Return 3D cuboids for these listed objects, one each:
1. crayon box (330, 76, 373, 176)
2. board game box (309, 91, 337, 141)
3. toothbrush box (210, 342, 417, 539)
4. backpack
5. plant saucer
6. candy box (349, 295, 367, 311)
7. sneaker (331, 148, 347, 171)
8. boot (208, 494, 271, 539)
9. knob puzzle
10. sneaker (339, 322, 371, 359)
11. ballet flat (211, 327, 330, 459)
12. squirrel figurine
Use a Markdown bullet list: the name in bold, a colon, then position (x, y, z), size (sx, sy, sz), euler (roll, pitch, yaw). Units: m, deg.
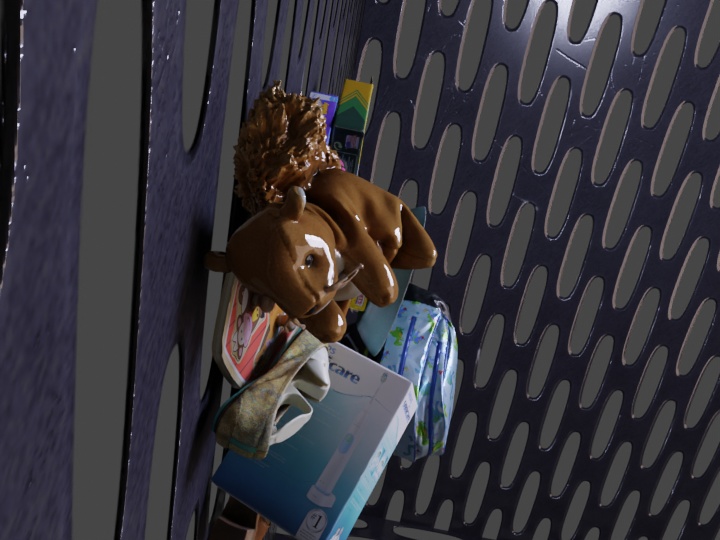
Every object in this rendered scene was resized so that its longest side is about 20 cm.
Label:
- **crayon box**: position (-0.018, -0.218, 1.158), size (0.202, 0.050, 0.129), euler (-81, -178, -52)
- **board game box**: position (-0.076, -0.154, 1.126), size (0.136, 0.044, 0.202), euler (-81, -178, -49)
- **toothbrush box**: position (-0.045, 0.189, 0.802), size (0.202, 0.145, 0.086), euler (-59, 159, -19)
- **backpack**: position (0.066, 0.150, 0.952), size (0.200, 0.152, 0.165), euler (-51, 157, -43)
- **plant saucer**: position (0.033, 0.008, 0.926), size (0.200, 0.035, 0.203), euler (-161, -91, -86)
- **candy box**: position (0.000, 0.000, 0.969), size (0.200, 0.026, 0.104), euler (170, -66, -85)
- **sneaker**: position (-0.055, -0.142, 0.912), size (0.200, 0.082, 0.078), euler (110, -10, -82)
- **boot**: position (-0.124, 0.273, 0.922), size (0.202, 0.073, 0.155), euler (-57, 170, -10)
- **knob puzzle**: position (-0.088, 0.029, 0.700), size (0.219, 0.030, 0.224), euler (10, 90, -77)
- **sneaker**: position (-0.007, 0.154, 1.062), size (0.074, 0.080, 0.202), euler (52, -44, 38)
- **ballet flat**: position (-0.067, 0.116, 0.707), size (0.200, 0.070, 0.072), euler (-44, 150, -56)
- **squirrel figurine**: position (-0.053, -0.040, 0.579), size (0.203, 0.140, 0.186), euler (64, 23, 8)
